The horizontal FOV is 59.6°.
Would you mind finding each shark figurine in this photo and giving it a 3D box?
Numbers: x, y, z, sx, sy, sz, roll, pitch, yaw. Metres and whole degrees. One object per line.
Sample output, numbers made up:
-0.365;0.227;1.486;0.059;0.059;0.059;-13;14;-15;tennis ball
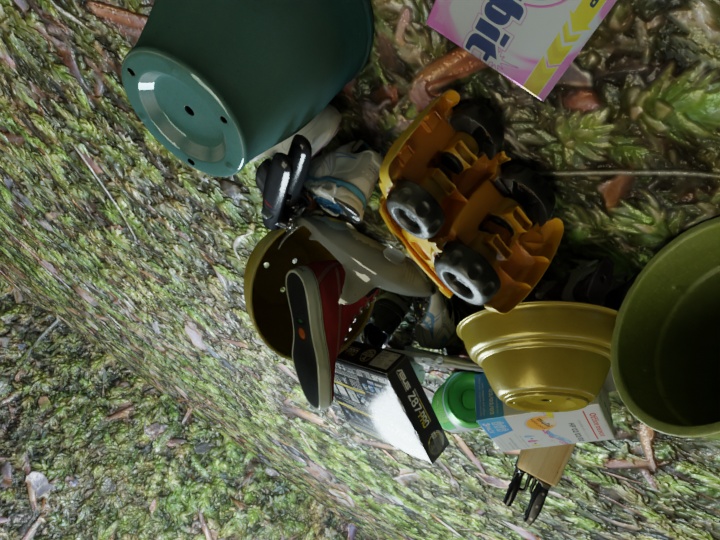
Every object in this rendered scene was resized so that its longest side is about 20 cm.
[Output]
-0.018;-0.010;0.742;0.210;0.091;0.128;27;179;15;shark figurine

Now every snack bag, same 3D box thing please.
0.122;0.128;0.914;0.196;0.022;0.186;13;172;-35;snack bag

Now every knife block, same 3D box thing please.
0.270;0.268;0.920;0.063;0.178;0.202;22;150;15;knife block

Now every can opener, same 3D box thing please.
-0.087;-0.090;0.684;0.078;0.064;0.200;36;167;-5;can opener

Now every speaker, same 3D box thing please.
0.161;0.212;1.002;0.087;0.090;0.201;28;166;8;speaker

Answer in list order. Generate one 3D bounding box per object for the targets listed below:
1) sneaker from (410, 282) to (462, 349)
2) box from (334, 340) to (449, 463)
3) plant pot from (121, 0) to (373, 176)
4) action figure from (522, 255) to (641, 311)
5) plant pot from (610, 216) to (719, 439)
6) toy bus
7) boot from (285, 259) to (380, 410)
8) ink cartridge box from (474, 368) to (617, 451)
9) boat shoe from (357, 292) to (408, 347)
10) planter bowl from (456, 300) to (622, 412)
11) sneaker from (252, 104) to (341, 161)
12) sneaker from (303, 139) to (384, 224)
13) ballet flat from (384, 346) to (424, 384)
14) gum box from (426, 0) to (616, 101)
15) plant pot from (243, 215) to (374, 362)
0.106;0.054;0.874;0.070;0.074;0.201;-11;155;4;sneaker
0.023;0.183;0.919;0.198;0.049;0.164;5;125;54;box
-0.113;-0.200;0.591;0.196;0.190;0.202;24;151;14;plant pot
0.224;0.034;0.734;0.129;0.071;0.199;35;156;-19;action figure
0.366;0.086;0.564;0.187;0.205;0.199;29;154;-18;plant pot
0.086;-0.067;0.674;0.200;0.136;0.191;46;165;-19;toy bus
-0.023;0.079;0.857;0.072;0.142;0.206;19;118;48;boot
0.259;0.174;0.818;0.195;0.069;0.115;-15;140;26;ink cartridge box
0.015;0.099;1.042;0.072;0.063;0.200;35;151;-4;boat shoe
0.204;0.107;0.698;0.194;0.086;0.201;4;158;1;planter bowl
-0.109;-0.175;0.735;0.196;0.076;0.100;6;148;40;sneaker
-0.022;-0.116;0.755;0.075;0.088;0.199;39;176;-28;sneaker
0.069;0.168;1.041;0.070;0.070;0.200;6;179;-2;ballet flat
0.134;-0.229;0.421;0.112;0.067;0.201;33;151;2;gum box
-0.092;0.014;0.922;0.201;0.201;0.141;49;166;-28;plant pot
